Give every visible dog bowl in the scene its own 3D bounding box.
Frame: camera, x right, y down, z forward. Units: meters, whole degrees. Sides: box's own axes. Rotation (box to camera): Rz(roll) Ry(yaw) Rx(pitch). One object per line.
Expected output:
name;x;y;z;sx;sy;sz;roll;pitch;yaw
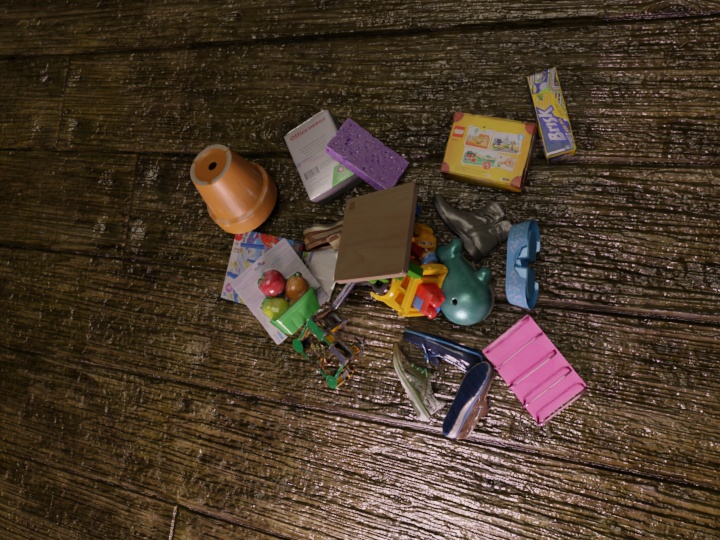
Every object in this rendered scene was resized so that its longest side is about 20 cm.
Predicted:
dog bowl;0.370;-0.014;1.220;0.049;0.111;0.204;2;85;33

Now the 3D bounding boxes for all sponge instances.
sponge;0.018;-0.288;1.355;0.199;0.030;0.112;35;65;0

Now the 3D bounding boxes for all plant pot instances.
plant pot;-0.351;-0.230;1.429;0.197;0.183;0.204;-8;64;17

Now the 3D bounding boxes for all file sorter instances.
file sorter;0.380;0.217;1.176;0.139;0.125;0.201;-40;73;9

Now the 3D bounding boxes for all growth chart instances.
growth chart;-0.116;0.009;1.436;0.143;0.018;0.203;26;93;21

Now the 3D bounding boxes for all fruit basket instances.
fruit basket;-0.204;0.053;1.363;0.185;0.093;0.201;-43;101;-21

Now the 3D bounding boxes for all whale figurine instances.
whale figurine;0.228;0.029;1.247;0.158;0.103;0.203;-23;84;37

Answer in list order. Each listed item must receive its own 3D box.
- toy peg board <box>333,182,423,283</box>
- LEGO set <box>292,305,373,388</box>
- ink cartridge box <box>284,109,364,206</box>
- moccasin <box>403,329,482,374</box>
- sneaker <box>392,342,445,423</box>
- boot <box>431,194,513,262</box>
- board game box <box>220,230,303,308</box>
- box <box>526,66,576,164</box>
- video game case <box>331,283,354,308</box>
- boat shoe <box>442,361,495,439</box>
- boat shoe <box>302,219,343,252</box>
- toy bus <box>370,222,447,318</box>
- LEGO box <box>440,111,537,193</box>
toy peg board;0.056;-0.065;1.180;0.198;0.097;0.203;-7;66;42
LEGO set;-0.066;0.188;1.372;0.199;0.115;0.156;36;126;23
ink cartridge box;-0.097;-0.299;1.425;0.144;0.087;0.203;-27;78;14
moccasin;0.189;0.197;1.275;0.197;0.080;0.069;19;95;21
sneaker;0.141;0.261;1.299;0.088;0.077;0.202;-26;81;2
boot;0.273;-0.132;1.293;0.130;0.068;0.201;-39;81;7
board game box;-0.271;0.001;1.464;0.193;0.056;0.204;12;89;26
box;0.445;-0.359;1.248;0.069;0.064;0.204;-13;81;18
video game case;0.000;0.000;1.330;0.019;0.143;0.201;36;97;2
boat shoe;0.264;0.303;1.241;0.071;0.072;0.202;21;108;-19
boat shoe;-0.057;-0.085;1.391;0.197;0.076;0.075;-7;75;22
toy bus;0.134;0.012;1.233;0.192;0.134;0.203;41;120;46
LEGO box;0.307;-0.283;1.282;0.197;0.077;0.152;16;90;21
